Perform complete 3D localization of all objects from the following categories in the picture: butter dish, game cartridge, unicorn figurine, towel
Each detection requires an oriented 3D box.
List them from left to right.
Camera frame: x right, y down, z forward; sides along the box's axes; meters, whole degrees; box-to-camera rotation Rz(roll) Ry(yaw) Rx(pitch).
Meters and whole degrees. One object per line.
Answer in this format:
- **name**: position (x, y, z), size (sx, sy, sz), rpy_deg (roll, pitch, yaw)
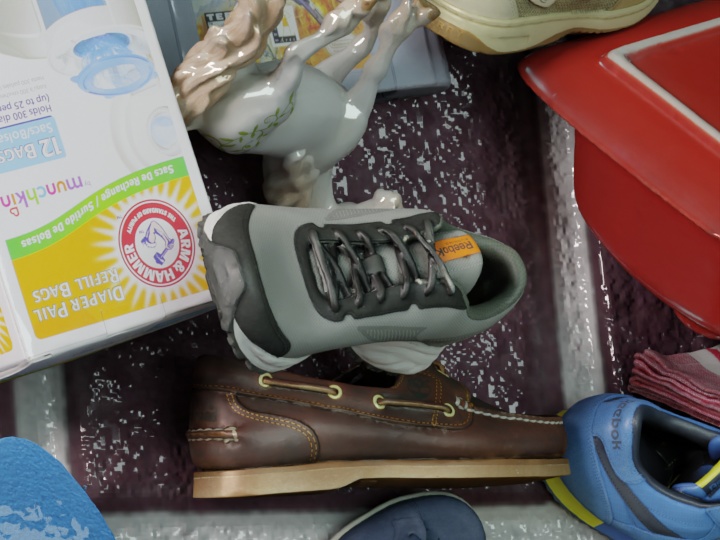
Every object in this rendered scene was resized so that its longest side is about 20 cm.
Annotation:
- **game cartridge**: position (-0.052, -0.139, 1.303), size (0.199, 0.041, 0.134), rpy_deg (-9, 88, -36)
- **unicorn figurine**: position (-0.021, -0.073, 1.248), size (0.200, 0.074, 0.138), rpy_deg (22, 107, -43)
- **butter dish**: position (0.194, -0.031, 1.387), size (0.200, 0.148, 0.199), rpy_deg (-19, 46, -37)
- **towel**: position (0.255, 0.053, 1.402), size (0.199, 0.144, 0.023), rpy_deg (-10, 110, -36)

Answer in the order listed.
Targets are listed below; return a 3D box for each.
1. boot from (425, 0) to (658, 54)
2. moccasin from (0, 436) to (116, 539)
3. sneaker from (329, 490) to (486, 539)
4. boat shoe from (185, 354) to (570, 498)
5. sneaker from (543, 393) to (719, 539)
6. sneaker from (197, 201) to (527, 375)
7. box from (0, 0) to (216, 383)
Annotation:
- **boot**: position (0.113, -0.196, 1.343), size (0.073, 0.156, 0.200), rpy_deg (34, 32, 26)
- **moccasin**: position (-0.127, 0.169, 1.158), size (0.080, 0.068, 0.201), rpy_deg (-22, 90, -28)
- **sneaker**: position (0.001, 0.163, 1.234), size (0.200, 0.084, 0.075), rpy_deg (-37, 100, -35)
- **boat shoe**: position (0.012, 0.068, 1.273), size (0.199, 0.070, 0.071), rpy_deg (2, 81, -34)
- **sneaker**: position (0.181, 0.123, 1.373), size (0.200, 0.078, 0.066), rpy_deg (33, 60, -25)
- **sneaker**: position (0.000, 0.000, 1.177), size (0.200, 0.079, 0.074), rpy_deg (4, 67, -58)
- **box**: position (-0.148, -0.059, 1.175), size (0.112, 0.101, 0.201), rpy_deg (-16, 88, -35)
